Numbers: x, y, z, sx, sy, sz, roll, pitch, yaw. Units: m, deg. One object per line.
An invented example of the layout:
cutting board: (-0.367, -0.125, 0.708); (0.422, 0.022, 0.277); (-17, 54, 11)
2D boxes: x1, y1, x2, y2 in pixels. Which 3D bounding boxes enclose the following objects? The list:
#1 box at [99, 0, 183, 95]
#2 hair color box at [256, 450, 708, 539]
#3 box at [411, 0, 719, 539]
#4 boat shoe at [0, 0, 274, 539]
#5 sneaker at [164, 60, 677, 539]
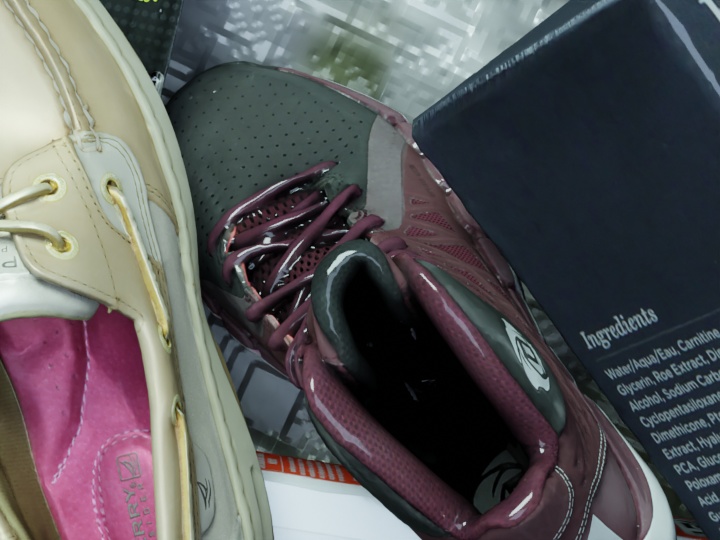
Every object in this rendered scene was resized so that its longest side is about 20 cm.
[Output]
box: (-0.141, -0.093, 0.739); (0.200, 0.048, 0.194); (11, 107, -14)
hair color box: (0.010, 0.112, 0.782); (0.199, 0.064, 0.111); (10, 91, -1)
box: (0.158, -0.023, 0.716); (0.197, 0.117, 0.200); (-39, 95, -29)
boat shoe: (-0.078, 0.005, 0.700); (0.074, 0.069, 0.200); (-21, 95, 17)
sneaker: (0.000, 0.000, 0.713); (0.076, 0.116, 0.200); (-42, 61, 0)
